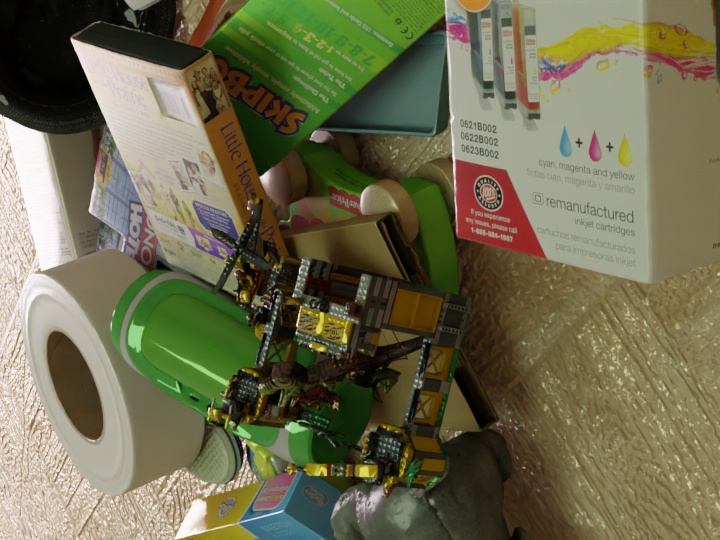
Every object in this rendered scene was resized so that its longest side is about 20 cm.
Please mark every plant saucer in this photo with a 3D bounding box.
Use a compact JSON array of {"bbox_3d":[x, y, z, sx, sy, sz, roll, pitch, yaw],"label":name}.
[{"bbox_3d":[0.000,-0.131,1.028,0.200,0.019,0.070,10,94,52],"label":"plant saucer"}]

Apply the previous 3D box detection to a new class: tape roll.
[{"bbox_3d":[-0.213,0.087,1.231,0.202,0.071,0.203,34,135,42],"label":"tape roll"}]

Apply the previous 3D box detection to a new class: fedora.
[{"bbox_3d":[-0.249,-0.216,1.262,0.092,0.200,0.201,-124,19,-88],"label":"fedora"}]

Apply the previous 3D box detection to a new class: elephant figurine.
[{"bbox_3d":[0.079,0.218,0.986,0.141,0.155,0.201,-30,81,36],"label":"elephant figurine"}]

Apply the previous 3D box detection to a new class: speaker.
[{"bbox_3d":[-0.089,0.070,1.064,0.200,0.088,0.089,26,125,31],"label":"speaker"}]

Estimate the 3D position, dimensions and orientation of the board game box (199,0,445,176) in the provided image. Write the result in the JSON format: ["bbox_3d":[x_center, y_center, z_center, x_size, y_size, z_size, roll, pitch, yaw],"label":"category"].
[{"bbox_3d":[-0.035,-0.154,0.977,0.200,0.030,0.096,-39,98,28],"label":"board game box"}]

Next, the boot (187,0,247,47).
[{"bbox_3d":[-0.094,-0.173,1.103,0.200,0.075,0.108,-44,32,51],"label":"boot"}]

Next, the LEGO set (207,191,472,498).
[{"bbox_3d":[-0.033,0.051,0.899,0.200,0.116,0.154,27,99,42],"label":"LEGO set"}]

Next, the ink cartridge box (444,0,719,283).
[{"bbox_3d":[0.140,-0.116,0.736,0.145,0.144,0.201,17,116,51],"label":"ink cartridge box"}]

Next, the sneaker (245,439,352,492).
[{"bbox_3d":[-0.076,0.122,1.190,0.105,0.076,0.201,14,125,57],"label":"sneaker"}]

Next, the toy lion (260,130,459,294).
[{"bbox_3d":[0.000,0.000,1.066,0.200,0.068,0.192,23,129,48],"label":"toy lion"}]

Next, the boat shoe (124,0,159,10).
[{"bbox_3d":[-0.108,-0.263,1.048,0.200,0.072,0.062,-33,104,29],"label":"boat shoe"}]

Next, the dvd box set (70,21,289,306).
[{"bbox_3d":[-0.122,-0.073,1.027,0.146,0.029,0.201,21,140,46],"label":"dvd box set"}]

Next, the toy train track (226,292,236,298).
[{"bbox_3d":[-0.137,0.019,1.290,0.200,0.032,0.115,-6,87,50],"label":"toy train track"}]

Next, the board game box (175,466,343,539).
[{"bbox_3d":[-0.041,0.226,1.154,0.153,0.040,0.200,37,150,-16],"label":"board game box"}]

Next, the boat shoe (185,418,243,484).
[{"bbox_3d":[-0.139,0.130,1.287,0.200,0.062,0.075,-150,59,-61],"label":"boat shoe"}]

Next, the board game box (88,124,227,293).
[{"bbox_3d":[-0.159,-0.020,1.242,0.200,0.062,0.201,31,114,44],"label":"board game box"}]

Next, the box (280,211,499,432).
[{"bbox_3d":[-0.001,0.041,1.031,0.200,0.021,0.164,-7,114,57],"label":"box"}]

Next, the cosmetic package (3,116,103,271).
[{"bbox_3d":[-0.269,-0.099,1.374,0.103,0.087,0.201,2,106,57],"label":"cosmetic package"}]
